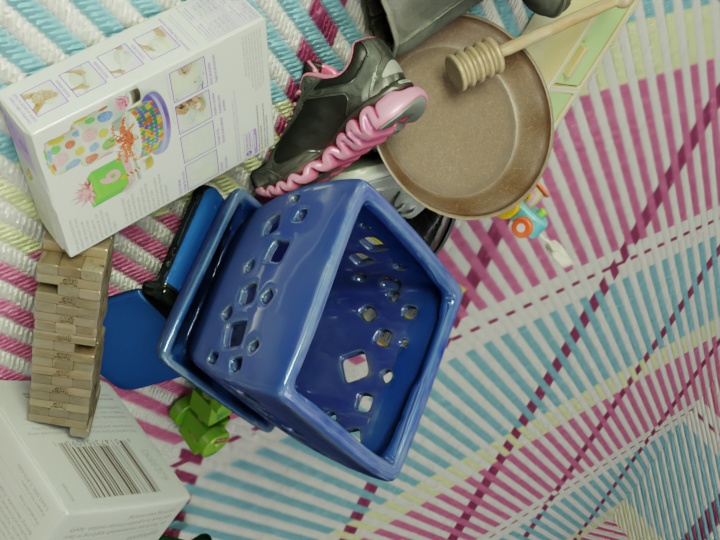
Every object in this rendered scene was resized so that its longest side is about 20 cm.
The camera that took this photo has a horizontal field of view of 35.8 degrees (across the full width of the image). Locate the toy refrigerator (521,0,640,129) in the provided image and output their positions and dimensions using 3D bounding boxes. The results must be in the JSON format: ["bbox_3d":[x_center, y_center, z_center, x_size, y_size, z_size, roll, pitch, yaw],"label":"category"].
[{"bbox_3d":[0.215,-0.231,1.206,0.076,0.070,0.200,-7,137,-50],"label":"toy refrigerator"}]

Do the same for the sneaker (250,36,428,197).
[{"bbox_3d":[-0.033,-0.137,0.998,0.200,0.096,0.079,-31,178,34],"label":"sneaker"}]

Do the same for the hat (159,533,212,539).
[{"bbox_3d":[-0.303,0.349,1.392,0.166,0.176,0.200,-46,-169,0],"label":"hat"}]

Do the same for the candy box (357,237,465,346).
[{"bbox_3d":[0.000,0.000,1.103,0.026,0.200,0.102,-34,157,-55],"label":"candy box"}]

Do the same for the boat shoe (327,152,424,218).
[{"bbox_3d":[0.051,-0.089,1.141,0.200,0.070,0.072,-15,104,-41],"label":"boat shoe"}]

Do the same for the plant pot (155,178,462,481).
[{"bbox_3d":[-0.050,0.048,0.984,0.200,0.179,0.201,45,60,-48],"label":"plant pot"}]

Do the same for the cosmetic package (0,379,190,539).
[{"bbox_3d":[-0.305,0.230,1.049,0.200,0.165,0.165,-52,152,16],"label":"cosmetic package"}]

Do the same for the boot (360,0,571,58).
[{"bbox_3d":[0.100,-0.252,1.016,0.200,0.072,0.182,-44,142,-13],"label":"boot"}]

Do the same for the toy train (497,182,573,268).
[{"bbox_3d":[0.183,-0.098,1.249,0.150,0.200,0.056,26,116,-37],"label":"toy train"}]

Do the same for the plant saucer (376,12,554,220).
[{"bbox_3d":[0.093,-0.146,1.073,0.200,0.201,0.037,-31,-173,-24],"label":"plant saucer"}]

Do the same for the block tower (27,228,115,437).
[{"bbox_3d":[-0.248,0.052,0.950,0.057,0.054,0.201,9,126,-5],"label":"block tower"}]

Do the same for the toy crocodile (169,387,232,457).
[{"bbox_3d":[-0.162,0.141,1.231,0.062,0.067,0.200,-26,151,-41],"label":"toy crocodile"}]

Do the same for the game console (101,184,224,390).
[{"bbox_3d":[-0.189,0.023,1.075,0.200,0.118,0.171,62,45,-63],"label":"game console"}]

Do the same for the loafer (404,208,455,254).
[{"bbox_3d":[0.043,-0.031,1.264,0.063,0.072,0.200,-5,138,-45],"label":"loafer"}]

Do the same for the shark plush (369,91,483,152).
[{"bbox_3d":[0.036,-0.132,1.112,0.200,0.091,0.083,-36,-176,-25],"label":"shark plush"}]

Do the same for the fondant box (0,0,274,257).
[{"bbox_3d":[-0.164,-0.116,0.863,0.200,0.058,0.145,-33,152,-22],"label":"fondant box"}]

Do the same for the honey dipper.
[{"bbox_3d":[0.174,-0.226,1.056,0.199,0.038,0.038,-26,150,-12],"label":"honey dipper"}]
